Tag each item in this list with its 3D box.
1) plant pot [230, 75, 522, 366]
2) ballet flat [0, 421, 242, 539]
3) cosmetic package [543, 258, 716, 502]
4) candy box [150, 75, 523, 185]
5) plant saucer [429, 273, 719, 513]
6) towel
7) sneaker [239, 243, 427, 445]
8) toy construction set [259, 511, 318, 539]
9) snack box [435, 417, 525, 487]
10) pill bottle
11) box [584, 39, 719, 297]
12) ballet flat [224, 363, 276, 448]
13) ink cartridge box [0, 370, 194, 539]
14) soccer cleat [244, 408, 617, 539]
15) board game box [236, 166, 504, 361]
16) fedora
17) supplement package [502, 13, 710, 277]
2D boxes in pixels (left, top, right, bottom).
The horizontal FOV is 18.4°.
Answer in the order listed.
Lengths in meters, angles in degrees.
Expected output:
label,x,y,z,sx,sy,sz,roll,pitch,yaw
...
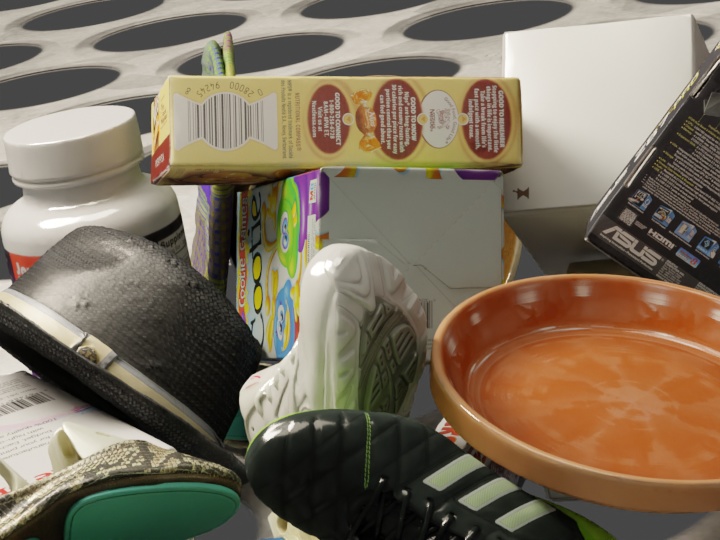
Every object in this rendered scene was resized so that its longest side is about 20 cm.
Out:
label,x,y,z,sx,sy,sz,roll,pitch,yaw
plant pot,-0.018,-0.028,1.489,0.186,0.186,0.200,-16,5,-20
ballet flat,-0.156,0.113,1.064,0.200,0.068,0.075,-19,58,-26
cosmetic package,0.161,0.055,1.257,0.103,0.073,0.200,-5,17,12
candy box,-0.017,-0.079,1.280,0.200,0.055,0.115,0,-3,-10
plant saucer,0.132,0.061,1.083,0.200,0.032,0.200,5,28,-3
towel,-0.098,-0.038,1.454,0.023,0.200,0.144,3,32,-7
sneaker,-0.022,0.064,1.106,0.099,0.200,0.078,21,46,26
toy construction set,-0.069,0.162,1.037,0.200,0.092,0.131,-14,-9,-37
snack box,0.070,0.090,1.192,0.024,0.072,0.200,1,20,18
pill bottle,-0.160,0.005,1.378,0.111,0.200,0.111,-9,17,3
box,0.244,-0.028,1.176,0.200,0.161,0.049,34,22,-1
ballet flat,-0.022,0.080,1.297,0.062,0.067,0.200,-11,15,-38
ink cartridge box,-0.196,0.131,1.193,0.145,0.084,0.200,-19,19,-27
soccer cleat,0.043,0.120,1.001,0.200,0.068,0.081,24,19,-15
board game box,0.000,0.000,1.255,0.105,0.103,0.200,1,-3,-16
fedora,-0.127,0.038,1.260,0.092,0.201,0.201,-54,32,-12
supplement package,0.168,-0.060,1.380,0.120,0.121,0.200,-4,-20,18
